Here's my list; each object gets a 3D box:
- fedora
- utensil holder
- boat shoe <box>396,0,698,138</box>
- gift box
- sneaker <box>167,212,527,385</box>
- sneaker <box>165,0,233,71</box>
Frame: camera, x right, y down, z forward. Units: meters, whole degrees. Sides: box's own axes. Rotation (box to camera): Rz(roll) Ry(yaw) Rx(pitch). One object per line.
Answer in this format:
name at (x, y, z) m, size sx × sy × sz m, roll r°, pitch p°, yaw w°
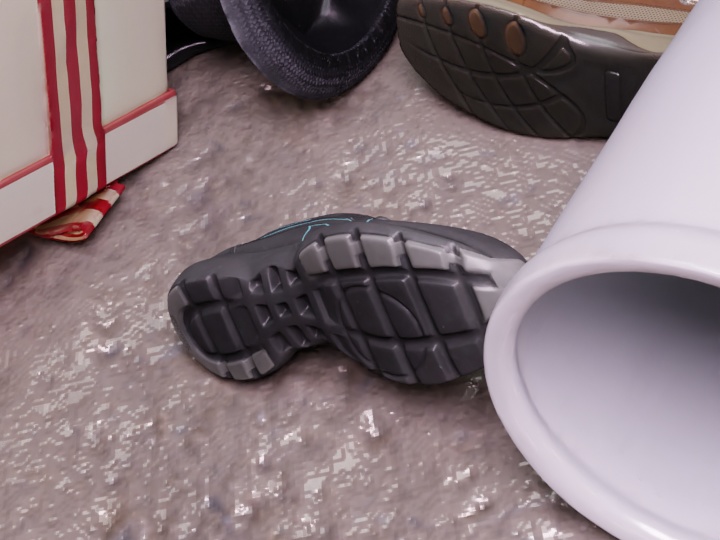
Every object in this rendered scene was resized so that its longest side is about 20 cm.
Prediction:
fedora at (-0.049, -0.189, 0.820) m, size 0.091 × 0.201 × 0.201 m, roll 1°, pitch 47°, yaw 34°
utensil holder at (0.162, -0.009, 0.579) m, size 0.169 × 0.170 × 0.200 m, roll 12°, pitch 50°, yaw 28°
boat shoe at (0.117, -0.111, 0.765) m, size 0.199 × 0.076 × 0.074 m, roll 18°, pitch 49°, yaw 21°
gift box at (-0.220, -0.113, 0.775) m, size 0.184 × 0.188 × 0.200 m, roll 21°, pitch 36°, yaw 30°
sneaker at (0.000, 0.000, 0.665) m, size 0.199 × 0.076 × 0.079 m, roll -2°, pitch 28°, yaw 43°
sneaker at (-0.148, -0.170, 0.870) m, size 0.198 × 0.081 × 0.116 m, roll 12°, pitch 54°, yaw -7°
